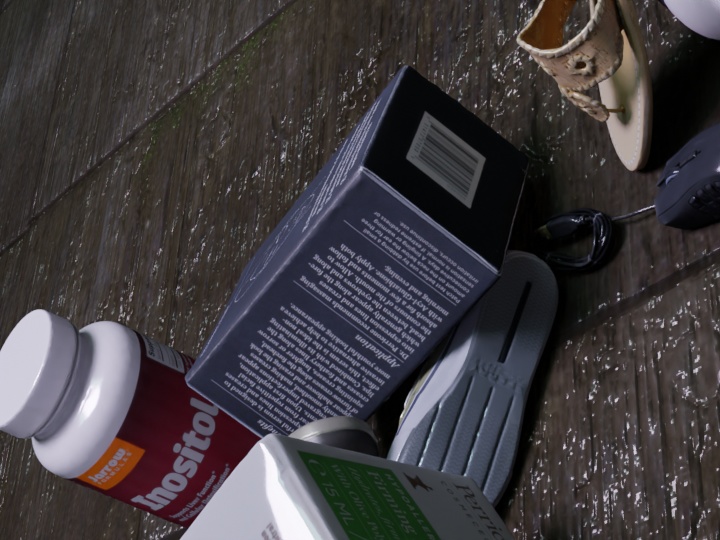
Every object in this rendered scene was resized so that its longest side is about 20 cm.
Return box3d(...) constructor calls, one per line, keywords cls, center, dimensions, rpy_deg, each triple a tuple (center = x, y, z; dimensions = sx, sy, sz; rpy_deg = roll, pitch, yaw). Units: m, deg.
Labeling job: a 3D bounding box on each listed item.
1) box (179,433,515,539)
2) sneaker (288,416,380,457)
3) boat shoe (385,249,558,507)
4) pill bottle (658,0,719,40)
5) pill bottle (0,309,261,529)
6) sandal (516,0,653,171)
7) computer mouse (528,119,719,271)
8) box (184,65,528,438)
box3d(cls="box", center=(-0.004, 0.228, 0.796), dimensions=(0.201, 0.170, 0.200), rpy_deg=(-51, 50, 18))
box3d(cls="sneaker", center=(-0.016, 0.184, 0.955), dimensions=(0.107, 0.074, 0.202), rpy_deg=(-112, 25, -44))
box3d(cls="boat shoe", center=(0.062, 0.083, 0.967), dimensions=(0.202, 0.071, 0.062), rpy_deg=(-63, 13, -16))
box3d(cls="pill bottle", center=(0.200, -0.204, 0.921), dimensions=(0.113, 0.112, 0.201), rpy_deg=(-52, 32, 17))
box3d(cls="pill bottle", center=(-0.157, 0.106, 1.137), dimensions=(0.113, 0.199, 0.114), rpy_deg=(-36, 39, 37))
box3d(cls="sandal", center=(0.120, -0.147, 0.914), dimensions=(0.078, 0.069, 0.214), rpy_deg=(-117, 16, -53))
box3d(cls="computer mouse", center=(0.164, -0.044, 0.929), dimensions=(0.199, 0.034, 0.059), rpy_deg=(-26, 47, 46))
box3d(cls="box", center=(0.000, 0.000, 1.012), dimensions=(0.200, 0.107, 0.149), rpy_deg=(-49, 10, 32))
